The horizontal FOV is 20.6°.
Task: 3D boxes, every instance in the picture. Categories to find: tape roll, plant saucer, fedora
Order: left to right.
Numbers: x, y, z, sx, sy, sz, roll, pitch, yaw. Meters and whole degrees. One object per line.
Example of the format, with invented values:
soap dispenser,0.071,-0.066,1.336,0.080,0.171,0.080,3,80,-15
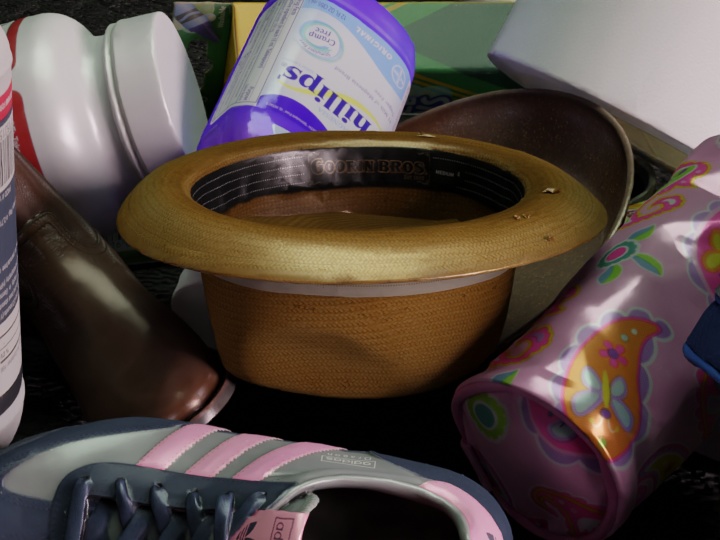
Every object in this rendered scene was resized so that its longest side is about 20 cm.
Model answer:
fedora,0.000,0.000,0.804,0.200,0.082,0.201,1,19,0
plant saucer,0.039,-0.005,0.917,0.200,0.037,0.201,-21,36,16
tape roll,0.167,-0.090,1.001,0.202,0.071,0.202,29,2,-1

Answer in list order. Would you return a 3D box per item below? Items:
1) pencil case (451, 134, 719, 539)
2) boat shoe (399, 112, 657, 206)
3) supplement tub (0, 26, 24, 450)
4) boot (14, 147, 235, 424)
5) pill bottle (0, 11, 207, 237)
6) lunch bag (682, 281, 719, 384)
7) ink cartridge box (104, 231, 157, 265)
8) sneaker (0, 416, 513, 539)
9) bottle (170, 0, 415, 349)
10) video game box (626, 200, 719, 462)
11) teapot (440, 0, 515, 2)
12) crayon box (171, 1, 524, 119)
pencil case,0.123,0.022,0.805,0.087,0.088,0.200,17,47,36
boat shoe,0.063,-0.057,1.087,0.199,0.071,0.064,5,-14,3
supplement tub,-0.195,0.003,0.726,0.140,0.201,0.140,2,21,-1
boot,-0.146,-0.022,0.816,0.064,0.200,0.186,-40,24,-11
pill bottle,-0.179,-0.059,0.957,0.199,0.113,0.112,-14,18,9
lunch bag,0.224,0.038,0.700,0.136,0.133,0.200,14,17,-36
ink cartridge box,-0.153,-0.062,1.121,0.104,0.059,0.200,-8,22,-23
sneaker,-0.046,0.087,0.681,0.199,0.070,0.082,1,-3,0
bottle,-0.035,-0.051,0.925,0.083,0.065,0.200,37,47,-17
video game box,0.166,0.023,0.947,0.182,0.047,0.200,-14,26,-42
teapot,0.155,-0.191,1.406,0.197,0.146,0.200,-20,48,-1
crayon box,-0.012,-0.100,1.150,0.199,0.126,0.052,-1,62,-9
